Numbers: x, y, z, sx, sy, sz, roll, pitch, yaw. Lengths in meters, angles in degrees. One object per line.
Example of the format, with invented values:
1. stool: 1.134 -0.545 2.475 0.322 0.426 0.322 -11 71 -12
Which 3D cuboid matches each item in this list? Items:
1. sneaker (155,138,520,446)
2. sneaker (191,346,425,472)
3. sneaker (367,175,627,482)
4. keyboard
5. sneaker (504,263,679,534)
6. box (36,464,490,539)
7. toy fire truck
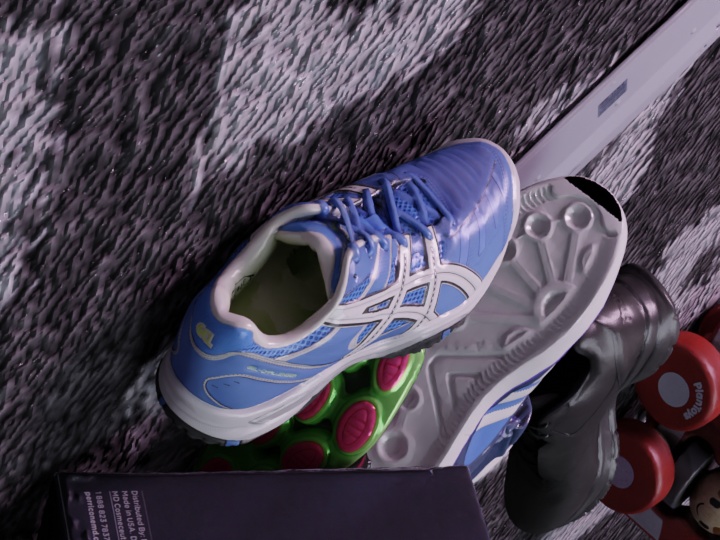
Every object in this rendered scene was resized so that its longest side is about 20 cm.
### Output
1. sneaker: 0.000 0.000 1.020 0.200 0.076 0.077 -38 161 -29
2. sneaker: -0.030 0.080 1.123 0.084 0.077 0.200 -32 164 -52
3. sneaker: 0.068 0.040 1.235 0.201 0.080 0.146 -52 169 3
4. keyboard: 0.130 -0.087 1.226 0.200 0.011 0.056 -43 154 -15
5. sneaker: 0.117 0.083 1.428 0.090 0.076 0.201 -16 136 -39
6. box: -0.052 0.195 1.078 0.197 0.124 0.201 -1 138 -20
7. toy fire truck: 0.262 0.128 1.634 0.112 0.168 0.201 -22 147 -48
